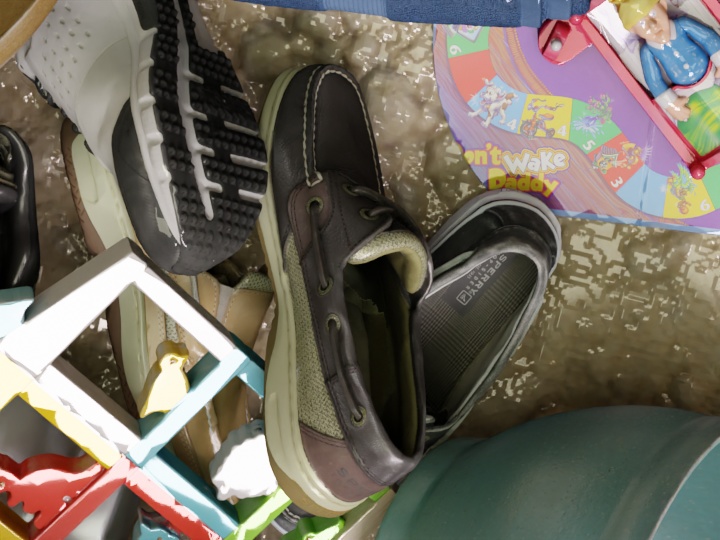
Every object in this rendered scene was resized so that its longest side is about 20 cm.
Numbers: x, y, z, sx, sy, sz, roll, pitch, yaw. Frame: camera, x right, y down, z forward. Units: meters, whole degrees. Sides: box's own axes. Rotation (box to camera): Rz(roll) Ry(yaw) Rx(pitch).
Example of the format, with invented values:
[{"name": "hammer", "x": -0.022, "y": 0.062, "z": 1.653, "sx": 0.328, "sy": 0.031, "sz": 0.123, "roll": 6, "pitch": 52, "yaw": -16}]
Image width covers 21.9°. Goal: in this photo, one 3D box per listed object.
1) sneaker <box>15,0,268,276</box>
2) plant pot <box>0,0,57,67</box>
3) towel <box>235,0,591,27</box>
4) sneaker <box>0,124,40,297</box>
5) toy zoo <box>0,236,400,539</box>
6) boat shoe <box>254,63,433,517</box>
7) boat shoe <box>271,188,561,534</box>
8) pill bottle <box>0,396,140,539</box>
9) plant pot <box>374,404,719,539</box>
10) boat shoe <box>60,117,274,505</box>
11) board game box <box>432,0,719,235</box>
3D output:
[{"name": "sneaker", "x": -0.099, "y": -0.080, "z": 0.782, "sx": 0.080, "sy": 0.074, "sz": 0.201, "roll": -31, "pitch": 60, "yaw": 23}, {"name": "plant pot", "x": -0.194, "y": -0.122, "z": 0.770, "sx": 0.199, "sy": 0.200, "sz": 0.028, "roll": -19, "pitch": 139, "yaw": 12}, {"name": "towel", "x": -0.005, "y": -0.141, "z": 0.736, "sx": 0.199, "sy": 0.112, "sz": 0.049, "roll": 7, "pitch": 136, "yaw": 6}, {"name": "sneaker", "x": -0.191, "y": -0.053, "z": 0.786, "sx": 0.200, "sy": 0.076, "sz": 0.114, "roll": 60, "pitch": 149, "yaw": 19}, {"name": "toy zoo", "x": -0.094, "y": 0.077, "z": 0.772, "sx": 0.131, "sy": 0.020, "sz": 0.200, "roll": -44, "pitch": 114, "yaw": 7}, {"name": "boat shoe", "x": -0.001, "y": 0.000, "z": 0.772, "sx": 0.066, "sy": 0.072, "sz": 0.201, "roll": -20, "pitch": 59, "yaw": 34}, {"name": "boat shoe", "x": 0.014, "y": 0.048, "z": 0.824, "sx": 0.072, "sy": 0.071, "sz": 0.200, "roll": 34, "pitch": 109, "yaw": -3}, {"name": "pill bottle", "x": -0.202, "y": 0.082, "z": 0.841, "sx": 0.199, "sy": 0.112, "sz": 0.112, "roll": 17, "pitch": 105, "yaw": 3}, {"name": "plant pot", "x": 0.085, "y": 0.144, "z": 0.792, "sx": 0.134, "sy": 0.200, "sz": 0.201, "roll": 15, "pitch": 107, "yaw": 32}, {"name": "boat shoe", "x": -0.071, "y": 0.017, "z": 0.829, "sx": 0.076, "sy": 0.072, "sz": 0.201, "roll": -14, "pitch": 101, "yaw": 10}, {"name": "board game box", "x": 0.128, "y": -0.092, "z": 0.790, "sx": 0.199, "sy": 0.039, "sz": 0.159, "roll": 7, "pitch": 105, "yaw": 6}]
